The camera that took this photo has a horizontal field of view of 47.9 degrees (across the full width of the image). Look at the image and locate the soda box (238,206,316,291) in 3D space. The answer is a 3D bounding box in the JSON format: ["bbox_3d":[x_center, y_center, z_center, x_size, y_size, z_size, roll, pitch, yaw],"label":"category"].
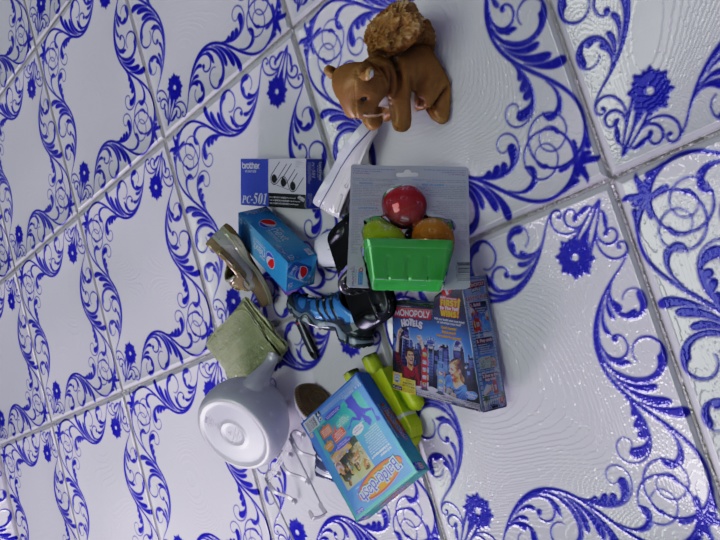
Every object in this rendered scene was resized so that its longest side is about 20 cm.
[{"bbox_3d":[-0.161,-0.044,1.539,0.200,0.064,0.068,43,138,43],"label":"soda box"}]

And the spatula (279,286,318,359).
[{"bbox_3d":[-0.123,0.079,1.576,0.056,0.021,0.200,-29,76,42],"label":"spatula"}]

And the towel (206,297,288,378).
[{"bbox_3d":[-0.236,0.157,1.677,0.148,0.036,0.200,53,131,8],"label":"towel"}]

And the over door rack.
[{"bbox_3d":[-0.120,0.436,1.586,0.148,0.067,0.200,-60,35,32],"label":"over door rack"}]

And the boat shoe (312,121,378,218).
[{"bbox_3d":[-0.010,-0.172,1.399,0.070,0.071,0.200,36,121,4],"label":"boat shoe"}]

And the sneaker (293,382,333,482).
[{"bbox_3d":[-0.073,0.311,1.530,0.200,0.070,0.109,49,142,42],"label":"sneaker"}]

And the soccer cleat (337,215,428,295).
[{"bbox_3d":[0.035,-0.040,1.309,0.200,0.068,0.073,-42,46,-4],"label":"soccer cleat"}]

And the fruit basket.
[{"bbox_3d":[0.073,-0.066,1.236,0.094,0.185,0.200,89,-178,-67],"label":"fruit basket"}]

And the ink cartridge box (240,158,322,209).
[{"bbox_3d":[-0.153,-0.167,1.551,0.200,0.044,0.094,8,101,45],"label":"ink cartridge box"}]

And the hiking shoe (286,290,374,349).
[{"bbox_3d":[-0.047,0.068,1.472,0.200,0.074,0.087,23,105,31],"label":"hiking shoe"}]

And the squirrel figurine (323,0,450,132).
[{"bbox_3d":[0.035,-0.311,1.234,0.141,0.186,0.200,23,112,41],"label":"squirrel figurine"}]

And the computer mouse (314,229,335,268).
[{"bbox_3d":[-0.024,-0.042,1.441,0.200,0.044,0.110,-14,87,46],"label":"computer mouse"}]

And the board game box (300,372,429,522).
[{"bbox_3d":[0.004,0.298,1.380,0.152,0.045,0.200,-44,63,21],"label":"board game box"}]

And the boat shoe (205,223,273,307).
[{"bbox_3d":[-0.238,0.000,1.588,0.074,0.066,0.200,37,158,56],"label":"boat shoe"}]

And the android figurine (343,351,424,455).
[{"bbox_3d":[0.042,0.250,1.422,0.182,0.041,0.200,-46,64,39],"label":"android figurine"}]

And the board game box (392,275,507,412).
[{"bbox_3d":[0.138,0.104,1.284,0.200,0.062,0.200,7,98,49],"label":"board game box"}]

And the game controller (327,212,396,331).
[{"bbox_3d":[0.000,0.000,1.369,0.104,0.042,0.200,-43,58,50],"label":"game controller"}]

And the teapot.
[{"bbox_3d":[-0.217,0.288,1.620,0.200,0.146,0.198,-21,105,33],"label":"teapot"}]
